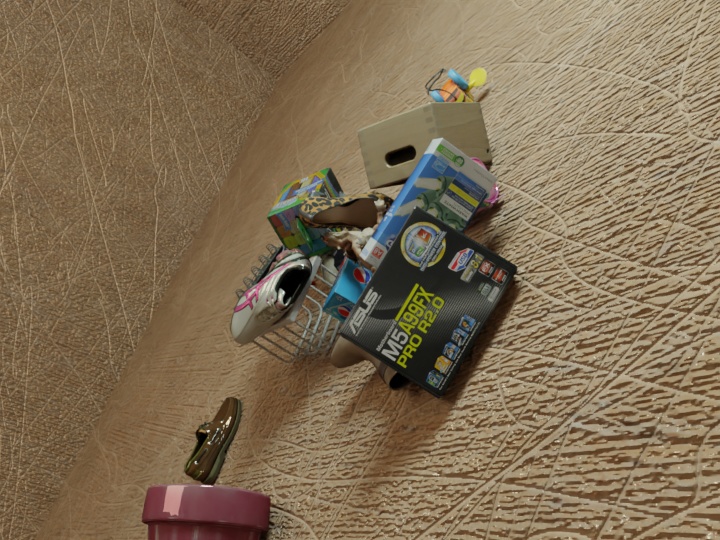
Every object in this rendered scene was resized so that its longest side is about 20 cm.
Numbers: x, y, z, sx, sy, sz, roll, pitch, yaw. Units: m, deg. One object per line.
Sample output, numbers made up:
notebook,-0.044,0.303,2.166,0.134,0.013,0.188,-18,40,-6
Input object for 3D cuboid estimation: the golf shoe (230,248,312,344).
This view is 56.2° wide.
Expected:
golf shoe,-0.160,0.052,1.184,0.201,0.072,0.092,-53,23,5

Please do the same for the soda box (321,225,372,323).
soda box,0.000,0.000,1.215,0.064,0.067,0.201,-53,11,46

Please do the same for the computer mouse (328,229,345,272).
computer mouse,-0.045,-0.055,1.312,0.058,0.201,0.034,-37,-13,10

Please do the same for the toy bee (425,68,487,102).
toy bee,0.185,-0.322,1.298,0.131,0.109,0.200,-47,-2,43

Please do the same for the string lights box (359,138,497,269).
string lights box,0.095,-0.075,0.966,0.201,0.102,0.059,-58,11,2

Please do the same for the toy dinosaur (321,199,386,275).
toy dinosaur,0.029,-0.019,1.108,0.085,0.201,0.136,-32,-17,-20

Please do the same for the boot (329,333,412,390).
boot,0.035,0.118,0.986,0.200,0.070,0.147,-46,32,20

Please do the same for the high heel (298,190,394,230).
high heel,-0.006,-0.091,1.158,0.143,0.198,0.072,-84,3,-71

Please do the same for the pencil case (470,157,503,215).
pencil case,0.134,-0.097,1.094,0.199,0.087,0.088,-35,30,41

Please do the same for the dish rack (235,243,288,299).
dish rack,-0.191,0.014,1.326,0.154,0.054,0.200,-54,21,0

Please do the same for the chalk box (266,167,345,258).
chalk box,-0.107,-0.108,1.427,0.123,0.126,0.201,-19,25,21

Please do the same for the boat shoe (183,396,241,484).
boat shoe,-0.312,0.348,1.433,0.072,0.068,0.201,-38,27,41

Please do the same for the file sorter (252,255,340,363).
file sorter,-0.113,0.085,1.302,0.199,0.124,0.140,-25,37,52

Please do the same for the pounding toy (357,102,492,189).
pounding toy,0.106,-0.188,1.152,0.199,0.144,0.183,-11,3,41

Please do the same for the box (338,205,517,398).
box,0.089,0.042,0.893,0.201,0.159,0.044,-57,-7,-5

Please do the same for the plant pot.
plant pot,-0.244,0.435,1.037,0.199,0.198,0.181,-29,50,49

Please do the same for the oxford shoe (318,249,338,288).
oxford shoe,-0.068,-0.023,1.447,0.075,0.058,0.200,-48,24,15

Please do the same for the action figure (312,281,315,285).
action figure,-0.120,-0.039,1.588,0.065,0.098,0.202,-35,52,36
